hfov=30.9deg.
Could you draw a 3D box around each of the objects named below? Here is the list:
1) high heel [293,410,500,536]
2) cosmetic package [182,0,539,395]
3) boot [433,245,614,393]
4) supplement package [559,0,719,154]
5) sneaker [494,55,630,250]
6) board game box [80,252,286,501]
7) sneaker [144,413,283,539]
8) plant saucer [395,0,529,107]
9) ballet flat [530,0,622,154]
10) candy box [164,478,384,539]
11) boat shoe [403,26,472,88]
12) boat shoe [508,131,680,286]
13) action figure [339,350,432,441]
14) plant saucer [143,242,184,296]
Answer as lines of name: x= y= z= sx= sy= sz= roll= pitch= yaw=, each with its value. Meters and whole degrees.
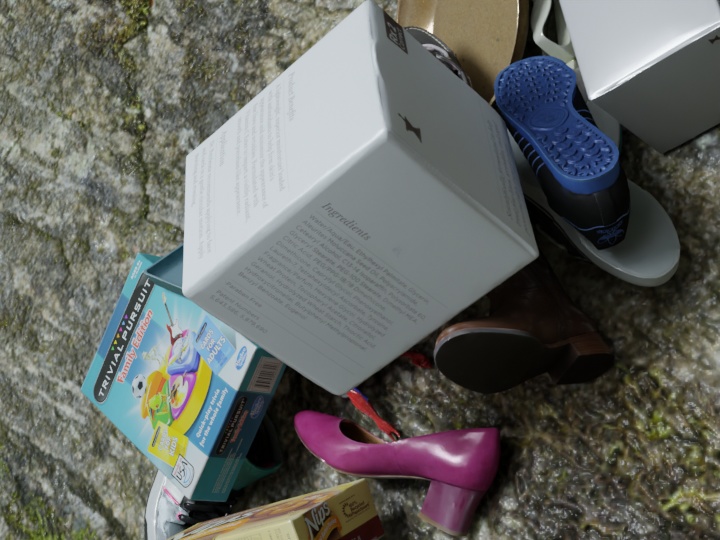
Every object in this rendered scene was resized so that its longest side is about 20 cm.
high heel: x=0.031 y=0.139 z=1.113 sx=0.200 sy=0.067 sz=0.096 roll=25 pitch=101 yaw=29
cosmetic package: x=-0.005 y=-0.050 z=0.958 sx=0.200 sy=0.165 sz=0.165 roll=-36 pitch=36 yaw=25
boot: x=0.091 y=0.002 z=1.041 sx=0.064 sy=0.186 sz=0.200 roll=-50 pitch=50 yaw=29
supplement package: x=0.235 y=-0.219 z=1.039 sx=0.120 sy=0.121 sz=0.200 roll=-29 pitch=55 yaw=30
sneaker: x=0.156 y=-0.094 z=1.018 sx=0.070 sy=0.078 sz=0.200 roll=-18 pitch=37 yaw=2
board game box: x=-0.165 y=0.094 z=1.195 sx=0.200 sy=0.047 sz=0.151 roll=33 pitch=103 yaw=42
sneaker: x=-0.132 y=0.202 z=1.227 sx=0.121 sy=0.084 sz=0.200 roll=-13 pitch=64 yaw=48
plant saucer: x=0.097 y=-0.225 z=1.183 sx=0.200 sy=0.035 sz=0.200 roll=4 pitch=94 yaw=61
ballet flat: x=0.174 y=-0.175 z=1.113 sx=0.069 sy=0.069 sz=0.200 roll=-20 pitch=61 yaw=34
candy box: x=-0.094 y=0.235 z=1.096 sx=0.200 sy=0.115 sz=0.055 roll=-22 pitch=86 yaw=33
boat shoe: x=0.070 y=-0.148 z=1.112 sx=0.057 sy=0.067 sz=0.200 roll=107 pitch=156 yaw=-51
boat shoe: x=0.182 y=-0.046 z=1.058 sx=0.071 sy=0.064 sz=0.200 roll=-34 pitch=53 yaw=-13
action figure: x=0.030 y=0.072 z=1.126 sx=0.099 sy=0.065 sz=0.200 roll=38 pitch=142 yaw=5
plant saucer: x=-0.096 y=0.020 z=1.150 sx=0.200 sy=0.070 sz=0.019 roll=19 pitch=130 yaw=32
